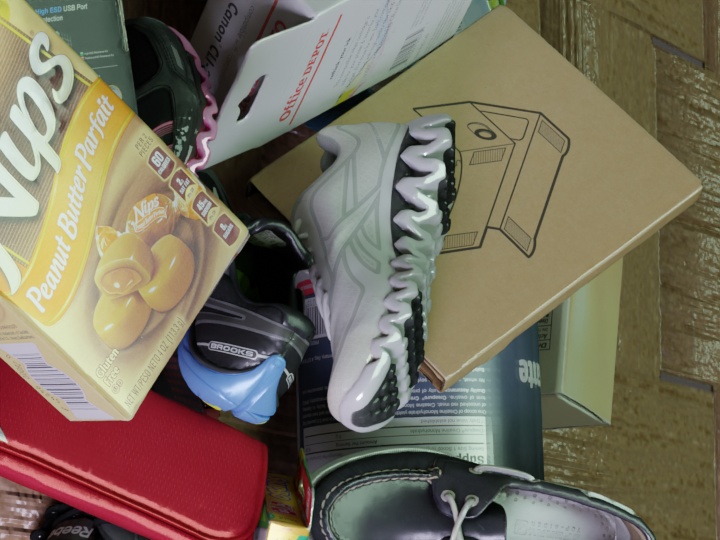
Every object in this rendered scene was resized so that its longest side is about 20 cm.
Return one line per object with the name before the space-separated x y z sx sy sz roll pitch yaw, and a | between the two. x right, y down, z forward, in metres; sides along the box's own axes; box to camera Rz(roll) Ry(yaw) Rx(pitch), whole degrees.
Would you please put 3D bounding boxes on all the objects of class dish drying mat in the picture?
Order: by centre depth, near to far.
dish drying mat | -0.133 0.079 1.406 0.200 0.018 0.077 26 51 -24

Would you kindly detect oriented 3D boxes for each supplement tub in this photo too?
supplement tub | 0.033 0.082 1.635 0.140 0.140 0.200 11 75 -57

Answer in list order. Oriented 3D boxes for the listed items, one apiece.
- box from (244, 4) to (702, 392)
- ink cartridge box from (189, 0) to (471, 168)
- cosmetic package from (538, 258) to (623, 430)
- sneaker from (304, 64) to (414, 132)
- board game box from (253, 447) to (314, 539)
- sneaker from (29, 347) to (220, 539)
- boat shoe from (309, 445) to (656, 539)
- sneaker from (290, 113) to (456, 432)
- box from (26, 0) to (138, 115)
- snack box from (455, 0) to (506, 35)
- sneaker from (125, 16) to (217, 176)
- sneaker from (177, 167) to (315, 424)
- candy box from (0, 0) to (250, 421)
box | 0.062 -0.044 1.589 0.200 0.163 0.021 -36 159 -25
ink cartridge box | -0.021 -0.143 1.558 0.200 0.117 0.068 -31 70 -37
cosmetic package | 0.105 -0.003 1.802 0.071 0.105 0.200 31 60 -52
sneaker | 0.021 -0.099 1.714 0.200 0.076 0.081 46 41 -49
board game box | -0.055 0.194 1.476 0.096 0.030 0.200 -117 -139 -78
sneaker | -0.117 0.117 1.456 0.098 0.071 0.201 18 63 -45
boat shoe | 0.064 0.138 1.532 0.200 0.060 0.074 13 87 -26
sneaker | 0.000 0.000 1.504 0.075 0.081 0.200 91 9 -49
box | -0.193 -0.063 1.344 0.200 0.050 0.199 -12 94 -41
snack box | 0.037 -0.248 1.749 0.142 0.053 0.200 -76 149 -66
sneaker | -0.135 -0.047 1.468 0.095 0.079 0.200 28 59 -40
sneaker | -0.063 0.001 1.495 0.071 0.083 0.200 31 18 -30
candy box | -0.153 -0.036 1.309 0.200 0.055 0.116 46 60 -29
